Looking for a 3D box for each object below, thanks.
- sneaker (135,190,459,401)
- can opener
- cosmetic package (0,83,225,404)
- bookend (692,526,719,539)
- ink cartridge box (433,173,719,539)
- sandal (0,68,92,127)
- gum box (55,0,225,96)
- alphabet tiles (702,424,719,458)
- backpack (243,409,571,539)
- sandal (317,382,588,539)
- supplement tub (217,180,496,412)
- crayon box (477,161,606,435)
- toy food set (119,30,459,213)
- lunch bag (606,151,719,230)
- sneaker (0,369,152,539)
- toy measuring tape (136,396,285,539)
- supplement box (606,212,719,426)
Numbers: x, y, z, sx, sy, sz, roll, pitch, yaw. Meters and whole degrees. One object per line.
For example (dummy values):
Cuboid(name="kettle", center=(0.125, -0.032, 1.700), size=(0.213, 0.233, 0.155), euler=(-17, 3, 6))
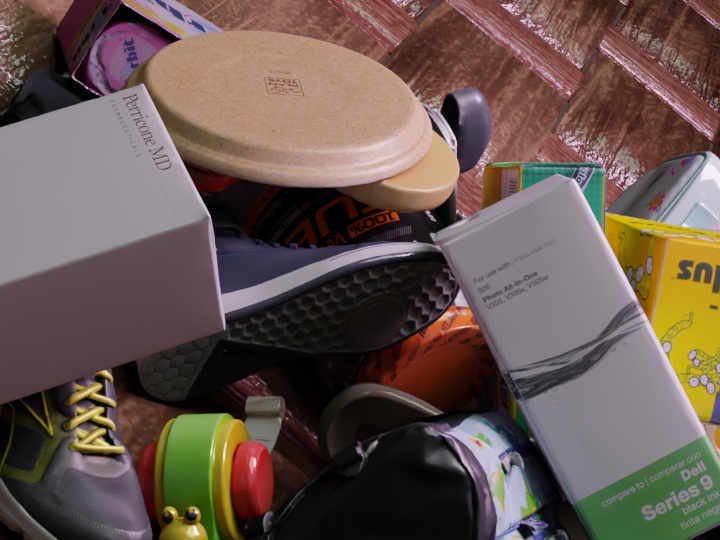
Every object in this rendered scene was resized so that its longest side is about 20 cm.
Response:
Cuboid(name="sneaker", center=(-0.053, -0.009, 1.266), size=(0.201, 0.077, 0.146), euler=(-13, 41, -15))
Cuboid(name="can opener", center=(0.064, -0.035, 1.440), size=(0.067, 0.201, 0.053), euler=(-22, 46, -18))
Cuboid(name="cosmetic package", center=(-0.175, -0.001, 1.012), size=(0.199, 0.085, 0.108), euler=(-20, 49, -13))
Cuboid(name="bookend", center=(0.217, 0.181, 1.267), size=(0.200, 0.199, 0.092), euler=(9, 40, -50))
Cuboid(name="ink cartridge box", center=(0.122, 0.052, 1.166), size=(0.201, 0.084, 0.146), euler=(63, 3, -3))
Cuboid(name="sandal", center=(-0.194, -0.086, 1.321), size=(0.075, 0.048, 0.201), euler=(33, 23, -18))
Cuboid(name="gum box", center=(-0.108, -0.128, 1.479), size=(0.200, 0.066, 0.114), euler=(30, 13, -23))
Cuboid(name="alphabet tiles", center=(0.182, 0.074, 1.445), size=(0.166, 0.006, 0.201), euler=(-5, 81, -12))
Cuboid(name="backpack", center=(0.035, 0.144, 1.138), size=(0.154, 0.163, 0.200), euler=(48, 16, -2))
Cuboid(name="sandal", center=(0.069, 0.128, 1.266), size=(0.200, 0.080, 0.057), euler=(18, 3, -8))
Cuboid(name="supplement tub", center=(0.000, 0.000, 1.365), size=(0.122, 0.123, 0.200), euler=(12, 35, -48))
Cuboid(name="crayon box", center=(0.114, 0.031, 1.355), size=(0.058, 0.201, 0.119), euler=(1, 3, -7))
Cuboid(name="toy food set", center=(-0.049, -0.094, 1.306), size=(0.199, 0.049, 0.198), euler=(-6, 33, -26))
Cuboid(name="lunch bag", center=(0.203, 0.009, 1.542), size=(0.077, 0.200, 0.160), euler=(40, -9, -8))
Cuboid(name="sneaker", center=(-0.156, 0.061, 1.061), size=(0.074, 0.085, 0.200), euler=(8, 39, -50))
Cuboid(name="toy measuring tape", center=(-0.074, 0.094, 1.138), size=(0.073, 0.074, 0.200), euler=(37, 25, -6))
Cuboid(name="supplement box", center=(0.207, 0.029, 1.341), size=(0.108, 0.110, 0.200), euler=(8, 6, -9))
